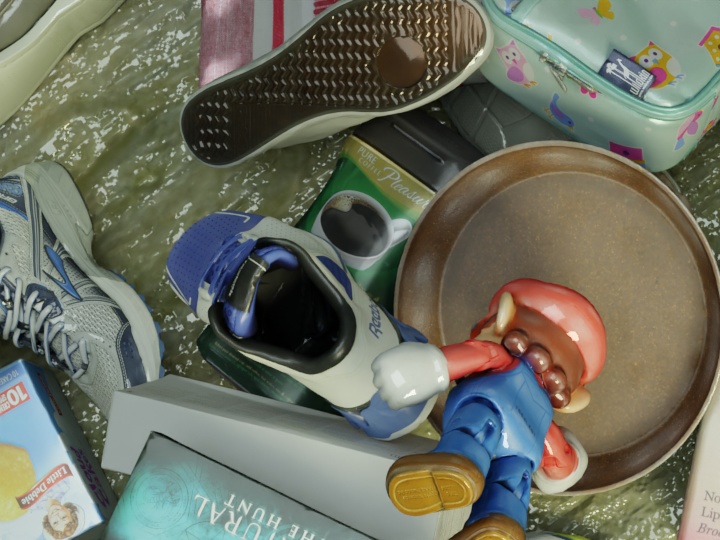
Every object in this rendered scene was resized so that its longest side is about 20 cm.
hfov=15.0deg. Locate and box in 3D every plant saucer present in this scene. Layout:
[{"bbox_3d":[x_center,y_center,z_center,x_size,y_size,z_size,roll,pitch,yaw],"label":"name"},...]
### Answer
[{"bbox_3d":[0.116,0.026,1.543,0.200,0.034,0.201,2,96,25],"label":"plant saucer"}]

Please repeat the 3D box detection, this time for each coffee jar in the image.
[{"bbox_3d":[0.000,0.000,1.625,0.104,0.085,0.200,37,90,26],"label":"coffee jar"}]

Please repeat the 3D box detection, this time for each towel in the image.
[{"bbox_3d":[-0.010,-0.173,1.663,0.199,0.023,0.145,-5,80,25],"label":"towel"}]

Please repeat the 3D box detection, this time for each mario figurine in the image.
[{"bbox_3d":[0.065,0.083,1.455,0.106,0.200,0.124,11,126,15],"label":"mario figurine"}]

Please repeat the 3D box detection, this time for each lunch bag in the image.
[{"bbox_3d":[0.165,-0.163,1.591,0.160,0.077,0.200,36,62,14],"label":"lunch bag"}]

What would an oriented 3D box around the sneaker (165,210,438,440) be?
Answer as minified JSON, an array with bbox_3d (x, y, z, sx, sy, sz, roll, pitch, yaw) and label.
[{"bbox_3d":[-0.047,0.009,1.517,0.199,0.115,0.081,35,87,42],"label":"sneaker"}]

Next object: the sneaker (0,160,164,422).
[{"bbox_3d":[-0.189,0.024,1.638,0.085,0.077,0.200,-12,53,-34],"label":"sneaker"}]

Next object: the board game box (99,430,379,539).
[{"bbox_3d":[-0.050,0.187,1.427,0.200,0.028,0.136,24,87,14],"label":"board game box"}]

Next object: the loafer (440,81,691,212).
[{"bbox_3d":[0.118,-0.083,1.636,0.200,0.063,0.072,48,120,28],"label":"loafer"}]

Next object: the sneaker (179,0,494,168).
[{"bbox_3d":[-0.007,-0.121,1.597,0.199,0.085,0.073,-18,94,24],"label":"sneaker"}]

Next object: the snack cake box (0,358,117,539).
[{"bbox_3d":[-0.256,0.154,1.659,0.200,0.067,0.115,-30,76,5],"label":"snack cake box"}]

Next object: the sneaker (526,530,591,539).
[{"bbox_3d":[0.158,0.212,1.552,0.200,0.105,0.076,32,88,13],"label":"sneaker"}]

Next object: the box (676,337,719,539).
[{"bbox_3d":[0.262,0.075,1.553,0.127,0.109,0.201,10,83,12],"label":"box"}]

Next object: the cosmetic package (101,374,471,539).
[{"bbox_3d":[-0.037,0.108,1.530,0.199,0.083,0.051,13,97,18],"label":"cosmetic package"}]

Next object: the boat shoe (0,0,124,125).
[{"bbox_3d":[-0.220,-0.149,1.701,0.202,0.072,0.060,-45,74,-5],"label":"boat shoe"}]
